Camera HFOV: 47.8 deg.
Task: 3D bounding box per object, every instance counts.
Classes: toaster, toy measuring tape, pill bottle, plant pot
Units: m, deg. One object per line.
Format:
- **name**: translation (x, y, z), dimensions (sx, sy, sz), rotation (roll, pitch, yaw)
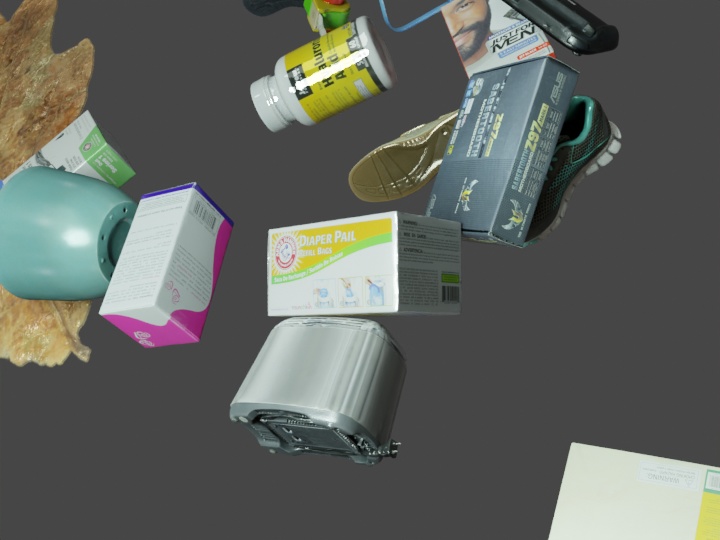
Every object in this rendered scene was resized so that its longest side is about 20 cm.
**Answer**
- **toaster**: translation (-0.034, 0.126, 0.872), dimensions (0.200, 0.114, 0.129), rotation (-2, 54, 34)
- **toy measuring tape**: translation (-0.042, -0.400, 1.304), dimensions (0.073, 0.074, 0.200), rotation (-30, 43, 9)
- **pill bottle**: translation (-0.056, -0.281, 1.196), dimensions (0.200, 0.111, 0.111), rotation (-23, 48, 16)
- **plant pot**: translation (-0.407, -0.047, 1.186), dimensions (0.161, 0.201, 0.201), rotation (6, 60, 21)

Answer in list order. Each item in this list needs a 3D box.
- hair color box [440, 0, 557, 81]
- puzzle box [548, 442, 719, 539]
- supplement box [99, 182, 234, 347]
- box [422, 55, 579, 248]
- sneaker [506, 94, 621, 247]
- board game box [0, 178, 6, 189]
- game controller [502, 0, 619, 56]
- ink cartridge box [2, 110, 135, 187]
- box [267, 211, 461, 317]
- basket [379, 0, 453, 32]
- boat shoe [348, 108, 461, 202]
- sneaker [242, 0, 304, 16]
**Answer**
- **hair color box**: translation (0.188, -0.306, 1.096), dimensions (0.111, 0.064, 0.200), rotation (-25, 46, 14)
- **puzzle box**: translation (0.259, 0.225, 0.674), dimensions (0.200, 0.025, 0.133), rotation (4, 59, 34)
- **supplement box**: translation (-0.263, -0.006, 1.122), dimensions (0.103, 0.101, 0.200), rotation (-10, 52, 26)
- **box**: translation (0.151, -0.130, 0.910), dimensions (0.158, 0.051, 0.200), rotation (15, 87, 66)
- **sneaker**: translation (0.210, -0.117, 0.917), dimensions (0.078, 0.091, 0.200), rotation (30, 77, 40)
- **board game box**: translation (-0.694, -0.069, 1.479), dimensions (0.134, 0.045, 0.200), rotation (-11, 52, 25)
- **game controller**: translation (0.240, -0.339, 1.046), dimensions (0.200, 0.104, 0.042), rotation (47, 127, 25)
- **ink cartridge box**: translation (-0.504, -0.159, 1.402), dimensions (0.200, 0.084, 0.146), rotation (-40, 45, -2)
- **box**: translation (0.000, 0.000, 0.902), dimensions (0.200, 0.112, 0.102), rotation (-5, 83, 44)
- **basket**: translation (0.107, -0.468, 1.202), dimensions (0.200, 0.177, 0.139), rotation (-24, 31, -4)
- **boat shoe**: translation (0.078, -0.151, 1.052), dimensions (0.200, 0.072, 0.065), rotation (-28, 10, 20)
- **sneaker**: translation (-0.119, -0.510, 1.438), dimensions (0.200, 0.070, 0.082), rotation (3, 61, 32)
